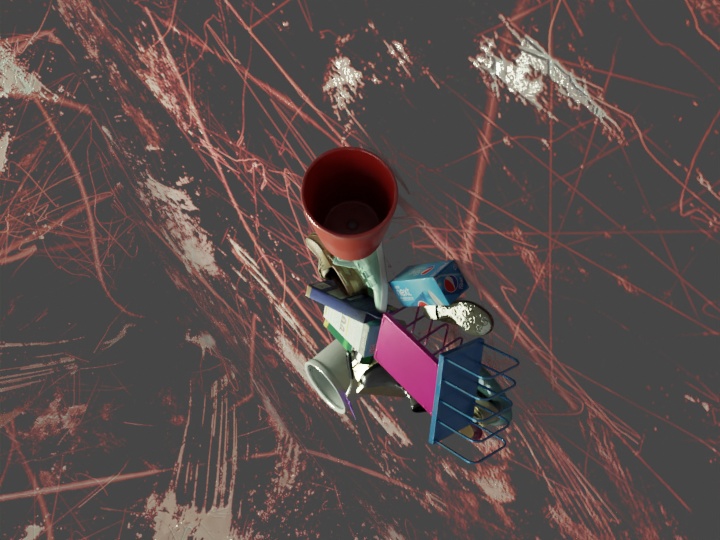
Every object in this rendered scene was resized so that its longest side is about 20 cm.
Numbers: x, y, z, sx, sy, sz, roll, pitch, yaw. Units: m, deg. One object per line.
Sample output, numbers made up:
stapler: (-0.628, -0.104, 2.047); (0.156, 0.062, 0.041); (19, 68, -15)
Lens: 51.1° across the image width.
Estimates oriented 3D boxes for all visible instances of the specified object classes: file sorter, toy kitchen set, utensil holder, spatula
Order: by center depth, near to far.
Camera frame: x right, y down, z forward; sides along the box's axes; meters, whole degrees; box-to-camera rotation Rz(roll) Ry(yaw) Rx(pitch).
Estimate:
file sorter: (0.237, 0.267, 1.545); (0.121, 0.137, 0.206); (22, 116, 41)
file sorter: (0.147, 0.184, 1.675); (0.199, 0.124, 0.141); (42, 140, 31)
spatula: (-0.027, 0.285, 1.897); (0.057, 0.020, 0.205); (-125, 30, -55)
toy kitchen set: (0.083, 0.195, 1.934); (0.201, 0.177, 0.166); (-48, 48, 31)
utensil holder: (-0.027, 0.257, 2.052); (0.169, 0.199, 0.172); (41, 156, 23)

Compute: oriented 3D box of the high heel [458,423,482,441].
high heel: (0.232, 0.332, 1.862); (0.201, 0.067, 0.096); (50, -171, 25)

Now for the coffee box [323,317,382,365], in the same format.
coffee box: (-0.017, 0.134, 1.895); (0.200, 0.043, 0.126); (43, 117, 49)

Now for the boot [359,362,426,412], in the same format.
boot: (0.105, 0.278, 1.797); (0.071, 0.195, 0.134); (94, 158, -52)

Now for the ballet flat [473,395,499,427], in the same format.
ballet flat: (0.231, 0.298, 1.714); (0.198, 0.069, 0.071); (26, 146, 49)

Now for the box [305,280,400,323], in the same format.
box: (-0.016, 0.075, 1.741); (0.196, 0.120, 0.033); (23, 106, 25)

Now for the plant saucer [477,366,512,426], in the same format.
plant saucer: (0.267, 0.283, 1.740); (0.200, 0.027, 0.202); (43, 155, 25)

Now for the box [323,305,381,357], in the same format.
box: (-0.018, 0.119, 1.808); (0.200, 0.048, 0.084); (41, 128, 48)

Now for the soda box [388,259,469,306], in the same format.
soda box: (0.140, 0.030, 1.580); (0.069, 0.064, 0.199); (57, 158, -11)

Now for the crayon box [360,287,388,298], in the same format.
crayon box: (-0.004, -0.010, 1.810); (0.118, 0.058, 0.203); (34, 150, 38)

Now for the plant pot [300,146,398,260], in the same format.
plant pot: (-0.020, -0.121, 1.542); (0.200, 0.200, 0.178); (45, 166, 17)

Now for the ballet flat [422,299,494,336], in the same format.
ballet flat: (0.208, 0.091, 1.569); (0.198, 0.045, 0.070); (9, 101, 52)

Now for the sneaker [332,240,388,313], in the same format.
sneaker: (0.000, 0.000, 1.669); (0.074, 0.115, 0.207); (-93, -6, -81)

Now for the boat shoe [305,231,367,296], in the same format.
boat shoe: (-0.067, -0.016, 1.754); (0.199, 0.071, 0.077); (40, 154, 29)
